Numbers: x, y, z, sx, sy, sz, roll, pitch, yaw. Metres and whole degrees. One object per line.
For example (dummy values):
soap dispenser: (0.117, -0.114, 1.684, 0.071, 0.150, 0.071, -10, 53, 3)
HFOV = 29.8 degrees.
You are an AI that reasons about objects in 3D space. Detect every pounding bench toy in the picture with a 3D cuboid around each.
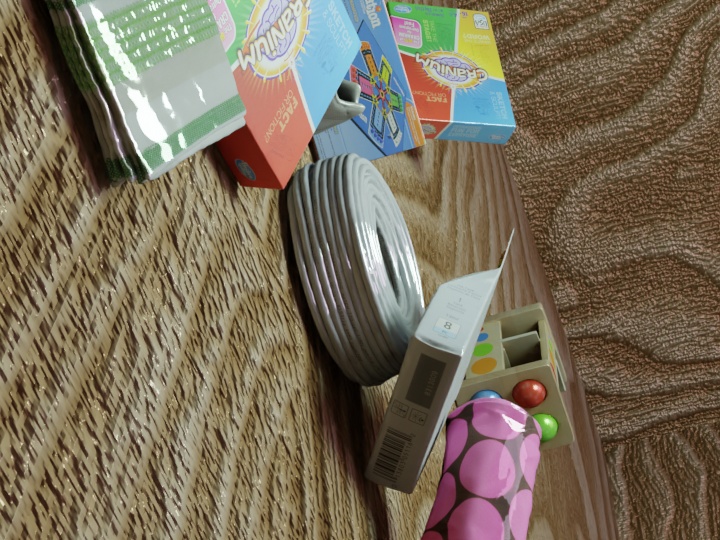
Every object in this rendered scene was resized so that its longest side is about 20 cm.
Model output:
pounding bench toy: (0.203, 0.177, 1.723, 0.156, 0.124, 0.200, -86, 157, -58)

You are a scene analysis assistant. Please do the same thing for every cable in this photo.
cable: (0.000, 0.000, 1.157, 0.200, 0.069, 0.200, -94, 163, -44)

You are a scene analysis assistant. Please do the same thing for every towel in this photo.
towel: (-0.138, -0.159, 0.779, 0.200, 0.031, 0.149, 69, 26, -13)

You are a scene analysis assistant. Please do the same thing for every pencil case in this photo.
pencil case: (0.087, 0.207, 1.096, 0.091, 0.094, 0.200, 28, 60, -16)

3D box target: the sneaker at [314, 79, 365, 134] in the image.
sneaker: (-0.058, -0.195, 1.092, 0.076, 0.092, 0.200, -95, 164, -48)

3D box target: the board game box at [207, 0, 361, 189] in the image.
board game box: (-0.077, -0.179, 0.954, 0.153, 0.040, 0.200, -64, 146, -28)

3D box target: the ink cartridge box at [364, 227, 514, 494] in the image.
ink cartridge box: (0.070, 0.067, 1.145, 0.200, 0.047, 0.160, -61, 169, -53)

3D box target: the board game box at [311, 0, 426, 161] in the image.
board game box: (-0.016, -0.199, 1.265, 0.019, 0.103, 0.201, -133, -153, -86)

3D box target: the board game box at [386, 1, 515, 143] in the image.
board game box: (0.115, -0.267, 1.822, 0.040, 0.153, 0.200, 120, -34, -53)
